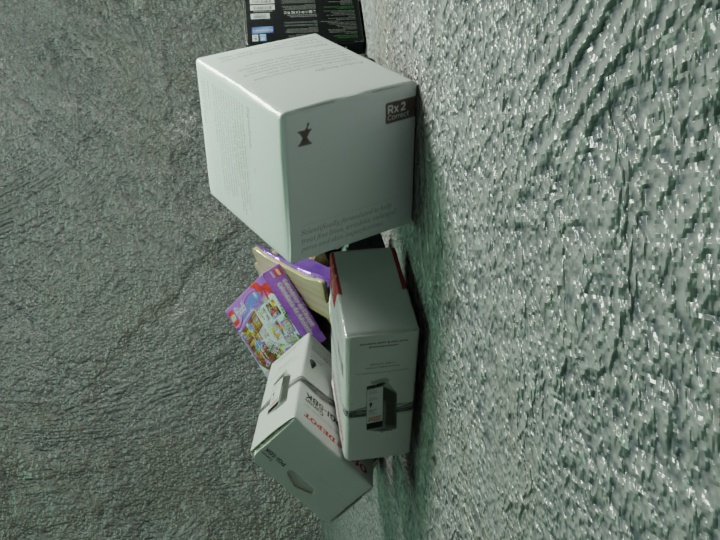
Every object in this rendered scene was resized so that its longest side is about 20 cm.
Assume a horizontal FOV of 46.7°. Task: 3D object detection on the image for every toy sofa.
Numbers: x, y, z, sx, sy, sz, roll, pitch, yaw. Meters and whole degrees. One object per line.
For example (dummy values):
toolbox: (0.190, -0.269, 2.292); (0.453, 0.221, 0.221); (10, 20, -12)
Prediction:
toy sofa: (-0.076, 0.010, 1.301); (0.198, 0.082, 0.099); (24, 138, 42)

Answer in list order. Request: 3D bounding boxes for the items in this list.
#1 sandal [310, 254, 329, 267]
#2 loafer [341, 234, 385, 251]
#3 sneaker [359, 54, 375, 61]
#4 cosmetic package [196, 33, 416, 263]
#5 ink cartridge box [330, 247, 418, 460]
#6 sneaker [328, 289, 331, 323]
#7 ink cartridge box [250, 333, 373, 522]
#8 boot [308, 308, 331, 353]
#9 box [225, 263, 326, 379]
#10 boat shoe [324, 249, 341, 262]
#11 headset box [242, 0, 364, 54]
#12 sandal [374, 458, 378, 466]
sandal: (-0.035, -0.001, 1.493); (0.211, 0.068, 0.079); (-9, -63, -77)
loafer: (0.000, 0.000, 1.151); (0.202, 0.071, 0.073); (95, 173, -47)
sneaker: (-0.007, -0.233, 1.065); (0.200, 0.075, 0.084); (-117, 31, -70)
cosmetic package: (-0.061, -0.142, 0.915); (0.199, 0.162, 0.168); (39, 139, 45)
ink cartridge box: (0.012, 0.099, 0.982); (0.148, 0.081, 0.203); (-103, 11, -50)
sneaker: (-0.005, 0.083, 1.133); (0.083, 0.070, 0.204); (-119, 18, -66)
ink cartridge box: (-0.054, 0.200, 1.091); (0.147, 0.083, 0.201); (44, -161, -18)
boot: (-0.044, 0.142, 1.343); (0.199, 0.072, 0.185); (33, 137, 40)
box: (-0.140, 0.086, 1.336); (0.138, 0.039, 0.200); (57, 148, 2)
boat shoe: (-0.031, -0.052, 1.299); (0.200, 0.072, 0.063); (87, -152, -77)
headset box: (-0.090, -0.317, 1.271); (0.201, 0.170, 0.095); (103, 161, -65)
sandal: (-0.005, 0.275, 1.310); (0.209, 0.077, 0.060); (96, 171, -45)
